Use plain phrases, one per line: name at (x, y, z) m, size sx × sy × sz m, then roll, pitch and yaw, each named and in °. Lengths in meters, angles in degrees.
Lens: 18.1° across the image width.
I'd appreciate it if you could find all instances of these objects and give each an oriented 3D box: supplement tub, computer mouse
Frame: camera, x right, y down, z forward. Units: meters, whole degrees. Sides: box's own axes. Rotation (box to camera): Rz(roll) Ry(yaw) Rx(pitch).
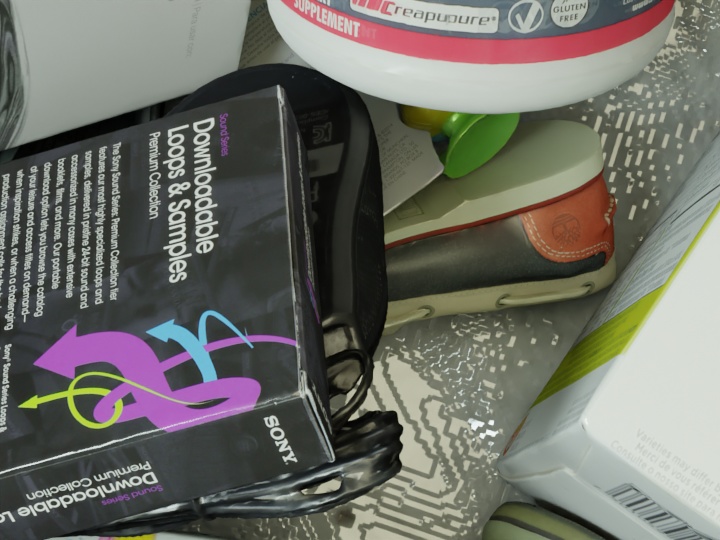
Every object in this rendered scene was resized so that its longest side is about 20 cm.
supplement tub at (0.041, -0.165, 0.721) m, size 0.140 × 0.141 × 0.201 m, roll 1°, pitch 121°, yaw -3°
computer mouse at (-0.040, 0.014, 0.740) m, size 0.138 × 0.053 × 0.201 m, roll -8°, pitch 44°, yaw 17°

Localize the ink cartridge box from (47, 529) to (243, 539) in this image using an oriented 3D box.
ink cartridge box at (-0.099, 0.158, 0.766) m, size 0.199 × 0.145 × 0.145 m, roll 9°, pitch 79°, yaw -2°

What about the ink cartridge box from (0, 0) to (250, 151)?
ink cartridge box at (-0.155, -0.113, 0.768) m, size 0.199 × 0.086 × 0.147 m, roll -18°, pitch 56°, yaw -26°

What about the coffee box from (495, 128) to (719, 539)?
coffee box at (0.191, 0.037, 0.774) m, size 0.199 × 0.200 × 0.198 m, roll 35°, pitch 80°, yaw 2°

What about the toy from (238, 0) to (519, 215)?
toy at (-0.014, -0.108, 0.853) m, size 0.115 × 0.047 × 0.200 m, roll -38°, pitch 63°, yaw -9°

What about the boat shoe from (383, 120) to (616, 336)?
boat shoe at (0.000, 0.000, 0.840) m, size 0.199 × 0.071 × 0.063 m, roll -15°, pitch 121°, yaw -6°

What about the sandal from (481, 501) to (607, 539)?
sandal at (0.111, 0.142, 0.777) m, size 0.057 × 0.201 × 0.080 m, roll -54°, pitch 130°, yaw -10°

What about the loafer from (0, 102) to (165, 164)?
loafer at (-0.112, -0.015, 0.792) m, size 0.068 × 0.070 × 0.201 m, roll 33°, pitch 48°, yaw -26°

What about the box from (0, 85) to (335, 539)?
box at (-0.109, 0.024, 0.693) m, size 0.199 × 0.036 × 0.143 m, roll -16°, pitch 41°, yaw 9°
